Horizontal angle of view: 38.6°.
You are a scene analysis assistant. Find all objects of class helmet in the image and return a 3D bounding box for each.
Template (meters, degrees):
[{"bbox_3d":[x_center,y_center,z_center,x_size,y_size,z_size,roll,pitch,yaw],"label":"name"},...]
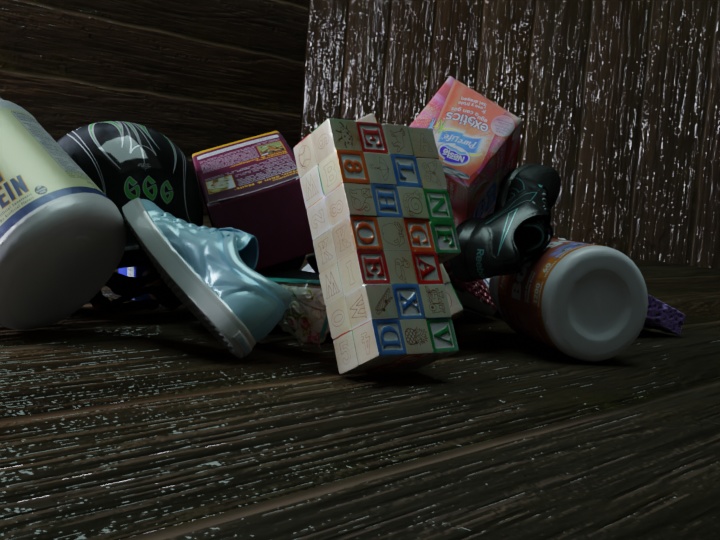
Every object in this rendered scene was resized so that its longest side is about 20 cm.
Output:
[{"bbox_3d":[-0.258,-0.061,1.081,0.197,0.193,0.201,-13,-28,-7],"label":"helmet"}]

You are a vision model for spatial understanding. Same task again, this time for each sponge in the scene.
[{"bbox_3d":[0.296,0.030,1.246,0.199,0.030,0.111,23,-6,-38],"label":"sponge"}]

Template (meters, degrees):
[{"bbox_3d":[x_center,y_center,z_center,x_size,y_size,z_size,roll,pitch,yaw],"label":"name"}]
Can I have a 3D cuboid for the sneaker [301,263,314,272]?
[{"bbox_3d":[-0.023,0.012,1.290,0.073,0.071,0.199,-43,13,-34],"label":"sneaker"}]

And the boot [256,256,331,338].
[{"bbox_3d":[-0.059,0.010,1.079,0.198,0.066,0.164,4,31,45],"label":"boot"}]

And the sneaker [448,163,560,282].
[{"bbox_3d":[0.169,-0.046,1.058,0.078,0.076,0.200,3,34,38],"label":"sneaker"}]

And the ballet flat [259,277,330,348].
[{"bbox_3d":[-0.098,0.034,0.952,0.075,0.065,0.199,2,3,-41],"label":"ballet flat"}]

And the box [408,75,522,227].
[{"bbox_3d":[0.105,-0.100,1.122,0.094,0.103,0.201,34,-17,17],"label":"box"}]

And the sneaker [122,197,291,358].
[{"bbox_3d":[-0.132,-0.009,0.903,0.200,0.082,0.074,44,-17,29],"label":"sneaker"}]

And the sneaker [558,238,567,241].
[{"bbox_3d":[0.252,0.033,1.410,0.118,0.074,0.200,39,-28,-15],"label":"sneaker"}]

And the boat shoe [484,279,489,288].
[{"bbox_3d":[0.192,0.024,1.338,0.071,0.063,0.200,-7,26,-20],"label":"boat shoe"}]

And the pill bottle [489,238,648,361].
[{"bbox_3d":[0.207,0.024,1.076,0.110,0.114,0.200,3,4,-13],"label":"pill bottle"}]

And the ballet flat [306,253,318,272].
[{"bbox_3d":[0.000,0.000,1.145,0.072,0.074,0.199,1,-8,-36],"label":"ballet flat"}]

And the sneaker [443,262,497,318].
[{"bbox_3d":[0.091,0.024,1.235,0.199,0.075,0.081,15,38,-46],"label":"sneaker"}]

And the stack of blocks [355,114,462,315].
[{"bbox_3d":[0.031,-0.038,1.001,0.058,0.202,0.115,-25,-7,2],"label":"stack of blocks"}]

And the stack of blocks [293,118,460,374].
[{"bbox_3d":[0.023,-0.020,0.863,0.114,0.203,0.058,1,-20,-37],"label":"stack of blocks"}]

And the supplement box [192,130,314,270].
[{"bbox_3d":[-0.116,-0.078,1.128,0.109,0.087,0.200,-17,24,-7],"label":"supplement box"}]

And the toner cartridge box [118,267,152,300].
[{"bbox_3d":[-0.187,0.012,1.246,0.197,0.044,0.095,2,6,-25],"label":"toner cartridge box"}]

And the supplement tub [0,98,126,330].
[{"bbox_3d":[-0.322,-0.061,0.925,0.200,0.146,0.144,43,21,21],"label":"supplement tub"}]
